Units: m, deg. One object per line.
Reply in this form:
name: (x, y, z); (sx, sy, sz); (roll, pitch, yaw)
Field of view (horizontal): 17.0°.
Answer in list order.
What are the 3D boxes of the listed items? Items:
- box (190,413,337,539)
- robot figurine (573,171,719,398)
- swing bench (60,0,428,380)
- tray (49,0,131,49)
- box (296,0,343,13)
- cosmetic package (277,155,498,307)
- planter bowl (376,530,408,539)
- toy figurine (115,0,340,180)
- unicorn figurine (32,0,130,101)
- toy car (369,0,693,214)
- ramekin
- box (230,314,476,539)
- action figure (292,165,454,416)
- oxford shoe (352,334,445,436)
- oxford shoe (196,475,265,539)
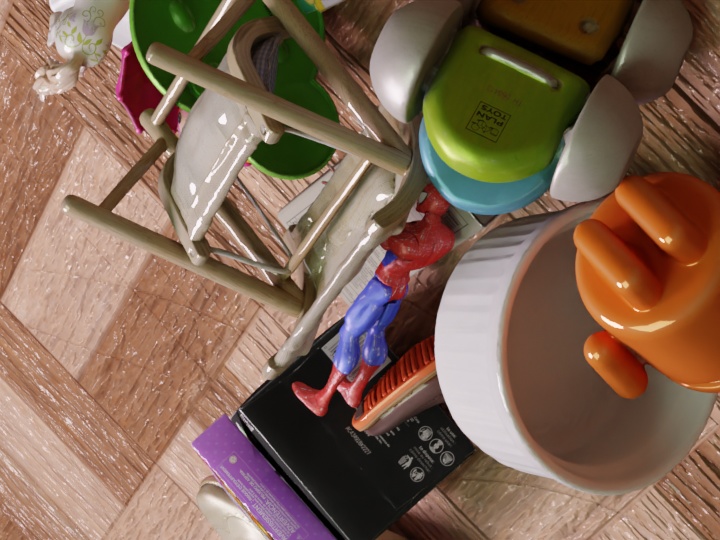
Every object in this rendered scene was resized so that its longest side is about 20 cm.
box: (-0.065, 0.195, 1.914); (0.137, 0.039, 0.200); (47, 173, 15)
robot figurine: (0.216, 0.009, 1.566); (0.116, 0.145, 0.200); (2, 160, 34)
swing bench: (-0.066, -0.067, 1.627); (0.200, 0.130, 0.199); (38, 139, -1)
tray: (-0.208, -0.268, 1.901); (0.107, 0.022, 0.201); (30, 141, 27)
box: (-0.005, -0.255, 1.670); (0.200, 0.048, 0.118); (-17, 109, 51)
cosmetic package: (0.031, -0.055, 1.793); (0.104, 0.073, 0.200); (51, 145, -4)
planter bowl: (-0.009, 0.296, 2.089); (0.135, 0.199, 0.201); (63, 154, 30)
toy figurine: (-0.112, -0.139, 1.831); (0.200, 0.150, 0.184); (58, 156, 0)
unicorn figurine: (-0.191, -0.221, 1.799); (0.073, 0.201, 0.137); (10, 180, -10)
toy car: (0.104, -0.119, 1.550); (0.174, 0.200, 0.150); (26, 146, 7)
ramekin: (0.147, 0.051, 1.665); (0.098, 0.200, 0.201); (1, 124, 57)
box: (-0.010, 0.129, 1.905); (0.149, 0.124, 0.200); (50, 172, 2)
action figure: (0.000, 0.000, 1.742); (0.099, 0.065, 0.200); (48, 126, 23)
oxford shoe: (0.086, 0.075, 1.774); (0.200, 0.071, 0.073); (-33, 104, 11)
oxford shoe: (-0.088, 0.276, 2.233); (0.200, 0.074, 0.071); (45, 145, 6)
